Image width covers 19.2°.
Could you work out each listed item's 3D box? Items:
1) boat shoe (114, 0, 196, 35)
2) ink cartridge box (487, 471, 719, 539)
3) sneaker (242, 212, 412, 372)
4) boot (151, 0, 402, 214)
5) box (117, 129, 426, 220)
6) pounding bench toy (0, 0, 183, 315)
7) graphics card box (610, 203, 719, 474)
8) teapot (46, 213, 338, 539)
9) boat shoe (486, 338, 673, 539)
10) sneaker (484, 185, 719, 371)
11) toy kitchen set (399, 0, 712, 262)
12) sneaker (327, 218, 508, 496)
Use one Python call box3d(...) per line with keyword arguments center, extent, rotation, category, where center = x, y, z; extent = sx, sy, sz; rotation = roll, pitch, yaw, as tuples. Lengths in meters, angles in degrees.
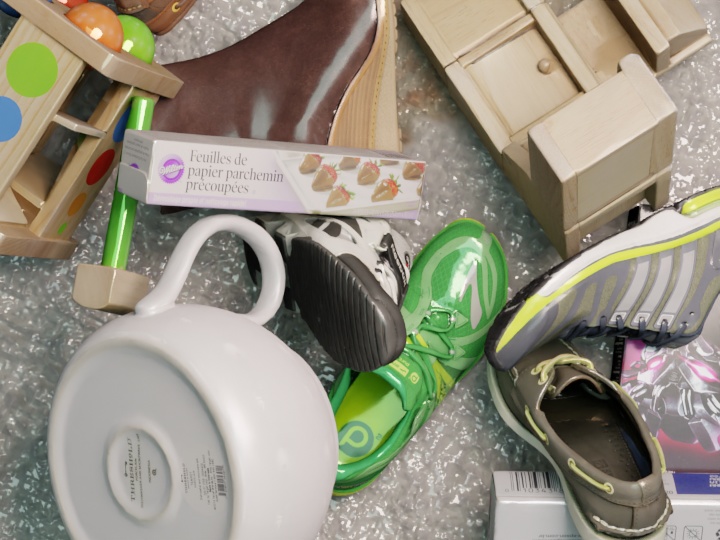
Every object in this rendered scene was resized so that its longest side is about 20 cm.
box3d(center=(-0.089, -0.237, 1.385), extent=(0.200, 0.072, 0.068), rotation=(-47, 123, -11), category="boat shoe")
box3d(center=(0.177, 0.222, 1.363), extent=(0.195, 0.043, 0.201), rotation=(1, 117, -2), category="ink cartridge box")
box3d(center=(0.000, 0.000, 1.312), extent=(0.088, 0.200, 0.075), rotation=(-12, 114, -19), category="sneaker")
box3d(center=(-0.060, -0.137, 1.371), extent=(0.165, 0.072, 0.201), rotation=(-4, 91, -4), category="boot")
box3d(center=(-0.051, -0.058, 1.296), extent=(0.199, 0.041, 0.039), rotation=(2, 101, -36), category="box")
box3d(center=(-0.179, -0.086, 1.310), extent=(0.200, 0.124, 0.156), rotation=(36, 97, 13), category="pounding bench toy")
box3d(center=(0.227, 0.063, 1.382), extent=(0.125, 0.051, 0.201), rotation=(8, 86, 0), category="graphics card box")
box3d(center=(-0.083, 0.103, 1.284), extent=(0.198, 0.146, 0.200), rotation=(49, 126, 22), category="teapot")
box3d(center=(0.135, 0.089, 1.318), extent=(0.072, 0.202, 0.061), rotation=(-12, 131, -16), category="boat shoe")
box3d(center=(0.167, 0.017, 1.307), extent=(0.199, 0.074, 0.081), rotation=(-27, 86, -15), category="sneaker")
box3d(center=(0.140, -0.148, 1.309), extent=(0.163, 0.181, 0.201), rotation=(-32, 74, -3), category="toy kitchen set")
box3d(center=(0.034, 0.060, 1.360), extent=(0.074, 0.084, 0.201), rotation=(32, 87, 0), category="sneaker")
